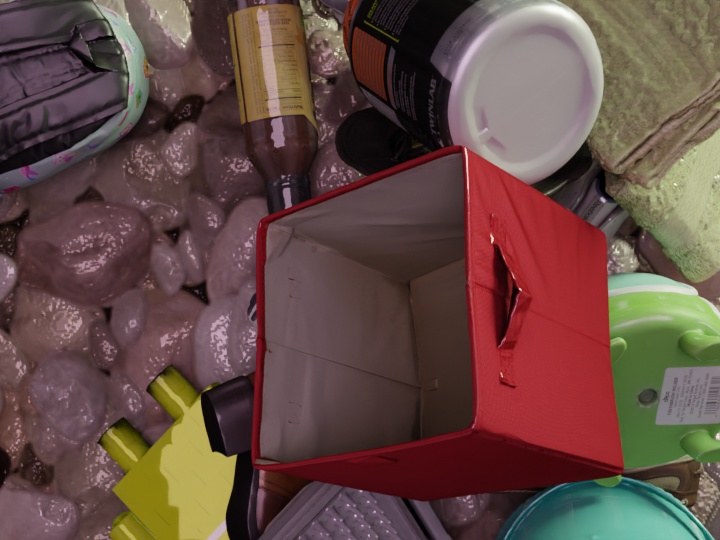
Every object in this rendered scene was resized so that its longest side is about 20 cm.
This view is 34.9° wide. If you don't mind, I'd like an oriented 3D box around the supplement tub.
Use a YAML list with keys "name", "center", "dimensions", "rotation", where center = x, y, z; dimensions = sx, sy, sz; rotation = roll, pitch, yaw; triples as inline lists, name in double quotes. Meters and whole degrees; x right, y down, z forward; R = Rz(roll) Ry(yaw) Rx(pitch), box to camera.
- name: "supplement tub"
  center: [0.067, -0.145, 0.786]
  dimensions: [0.121, 0.200, 0.125]
  rotation: [-11, 119, -20]

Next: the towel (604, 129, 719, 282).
- name: "towel"
  center: [0.256, -0.109, 0.860]
  dimensions: [0.148, 0.036, 0.202]
  rotation: [37, 70, -35]

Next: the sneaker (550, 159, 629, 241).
- name: "sneaker"
  center: [0.164, -0.035, 0.901]
  dimensions: [0.074, 0.087, 0.201]
  rotation: [35, 94, 2]

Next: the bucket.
- name: "bucket"
  center: [0.184, 0.262, 0.844]
  dimensions: [0.203, 0.135, 0.211]
  rotation: [1, 115, 2]

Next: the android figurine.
- name: "android figurine"
  center: [-0.120, 0.181, 0.947]
  dimensions: [0.182, 0.041, 0.200]
  rotation: [-44, 85, 3]

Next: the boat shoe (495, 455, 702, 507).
- name: "boat shoe"
  center: [0.173, 0.170, 0.908]
  dimensions: [0.198, 0.075, 0.076]
  rotation: [-5, 95, 4]

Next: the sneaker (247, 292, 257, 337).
- name: "sneaker"
  center: [0.000, 0.000, 0.932]
  dimensions: [0.199, 0.078, 0.080]
  rotation: [-37, 120, -3]

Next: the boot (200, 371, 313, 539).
- name: "boot"
  center: [-0.015, 0.153, 0.915]
  dimensions: [0.197, 0.068, 0.192]
  rotation: [-15, 92, -24]

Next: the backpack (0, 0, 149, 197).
- name: "backpack"
  center: [-0.271, -0.148, 0.918]
  dimensions: [0.197, 0.127, 0.169]
  rotation: [-19, 100, 3]

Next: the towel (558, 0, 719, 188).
- name: "towel"
  center: [0.193, -0.162, 0.804]
  dimensions: [0.148, 0.036, 0.201]
  rotation: [-39, 51, 11]

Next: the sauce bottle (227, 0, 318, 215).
- name: "sauce bottle"
  center: [-0.068, -0.129, 0.932]
  dimensions: [0.063, 0.065, 0.204]
  rotation: [-6, 91, 4]

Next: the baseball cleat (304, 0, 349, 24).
- name: "baseball cleat"
  center: [0.035, -0.228, 0.904]
  dimensions: [0.198, 0.070, 0.107]
  rotation: [25, 113, -17]

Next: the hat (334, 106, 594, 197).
- name: "hat"
  center: [0.074, -0.064, 0.854]
  dimensions: [0.197, 0.201, 0.082]
  rotation: [3, 116, 4]

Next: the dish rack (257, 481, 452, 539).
- name: "dish rack"
  center: [-0.015, 0.231, 0.873]
  dimensions: [0.171, 0.201, 0.043]
  rotation: [-43, 44, -16]

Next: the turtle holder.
- name: "turtle holder"
  center: [0.185, 0.075, 0.856]
  dimensions: [0.183, 0.132, 0.142]
  rotation: [-27, 119, 11]

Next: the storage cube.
- name: "storage cube"
  center: [0.053, 0.049, 0.746]
  dimensions: [0.198, 0.179, 0.174]
  rotation: [-16, 65, 36]
